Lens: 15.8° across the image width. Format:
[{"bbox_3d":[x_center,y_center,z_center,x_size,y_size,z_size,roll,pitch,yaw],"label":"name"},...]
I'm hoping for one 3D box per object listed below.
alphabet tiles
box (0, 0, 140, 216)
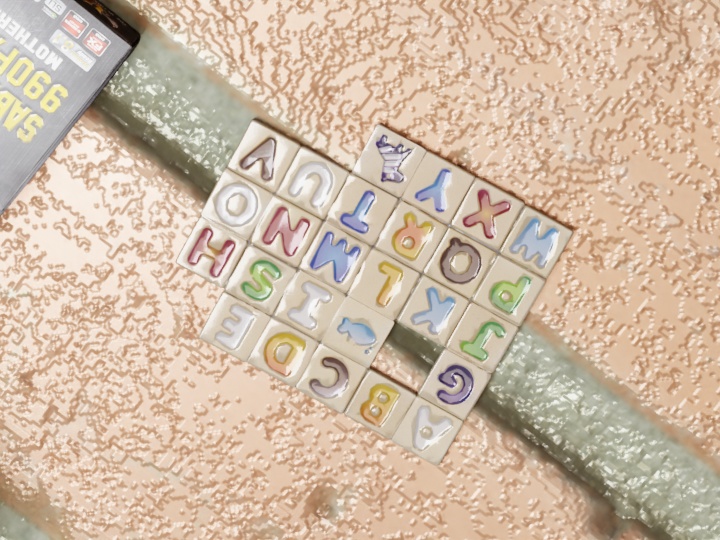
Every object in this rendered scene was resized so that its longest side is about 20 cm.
[{"bbox_3d":[0.000,0.000,1.541,0.200,0.008,0.168,28,103,-5],"label":"alphabet tiles"},{"bbox_3d":[-0.253,-0.135,1.499,0.200,0.048,0.158,40,101,-6],"label":"box"}]
